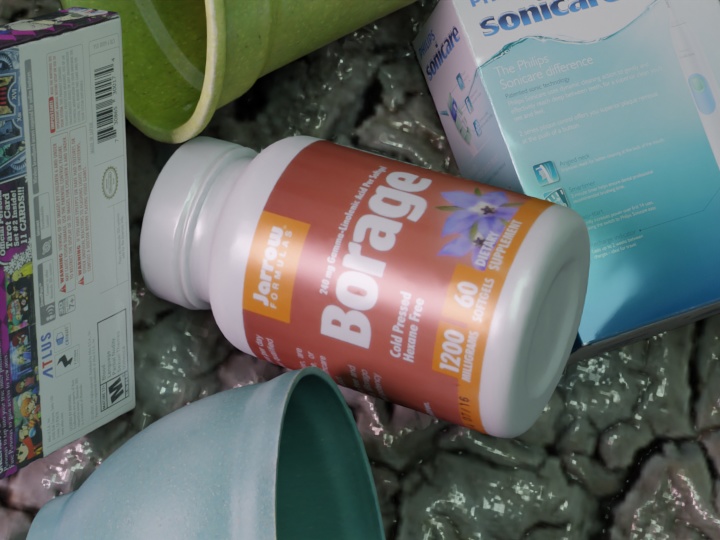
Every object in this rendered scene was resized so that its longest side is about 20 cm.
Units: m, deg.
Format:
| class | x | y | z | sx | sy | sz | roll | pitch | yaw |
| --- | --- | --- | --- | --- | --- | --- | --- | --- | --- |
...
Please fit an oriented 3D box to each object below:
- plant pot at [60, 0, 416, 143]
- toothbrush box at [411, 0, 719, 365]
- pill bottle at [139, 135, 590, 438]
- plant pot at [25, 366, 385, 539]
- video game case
| class | x | y | z | sx | sy | sz | roll | pitch | yaw |
| --- | --- | --- | --- | --- | --- | --- | --- | --- | --- |
| plant pot | -0.042 | -0.186 | 0.870 | 0.184 | 0.200 | 0.201 | -21 | 81 | -25 |
| toothbrush box | 0.133 | -0.065 | 0.926 | 0.146 | 0.085 | 0.201 | -18 | 82 | -16 |
| pill bottle | 0.000 | 0.000 | 0.837 | 0.199 | 0.112 | 0.112 | 16 | 71 | 21 |
| plant pot | -0.071 | 0.152 | 0.783 | 0.134 | 0.200 | 0.201 | -10 | 77 | 12 |
| video game case | -0.171 | -0.002 | 0.767 | 0.181 | 0.036 | 0.201 | -28 | 125 | -51 |
